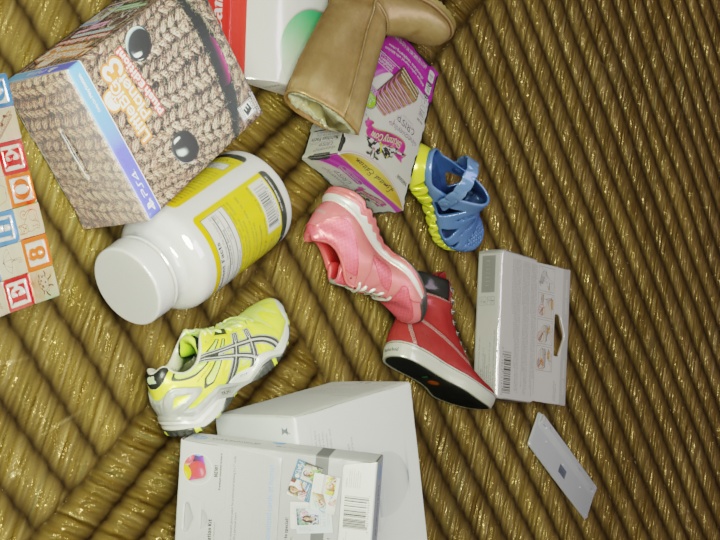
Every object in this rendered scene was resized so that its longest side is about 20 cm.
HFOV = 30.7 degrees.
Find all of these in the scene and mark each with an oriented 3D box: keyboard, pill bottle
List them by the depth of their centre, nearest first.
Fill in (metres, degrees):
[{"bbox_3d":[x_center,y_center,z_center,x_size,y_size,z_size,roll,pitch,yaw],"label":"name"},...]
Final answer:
[{"bbox_3d":[-0.166,-0.031,1.295,0.200,0.111,0.112,-40,117,-45],"label":"pill bottle"},{"bbox_3d":[0.297,0.289,1.928,0.200,0.011,0.056,52,55,-35],"label":"keyboard"}]

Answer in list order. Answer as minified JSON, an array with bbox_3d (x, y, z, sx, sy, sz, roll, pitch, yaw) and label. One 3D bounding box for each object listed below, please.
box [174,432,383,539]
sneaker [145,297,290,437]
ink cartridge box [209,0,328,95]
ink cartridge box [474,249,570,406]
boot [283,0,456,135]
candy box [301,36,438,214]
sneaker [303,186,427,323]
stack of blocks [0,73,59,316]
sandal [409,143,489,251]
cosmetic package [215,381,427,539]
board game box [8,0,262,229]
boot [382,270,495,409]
[{"bbox_3d":[-0.082,0.250,1.293,0.041,0.198,0.157,-20,114,-80],"label":"box"},{"bbox_3d":[-0.141,0.083,1.345,0.200,0.075,0.077,-49,124,-43],"label":"sneaker"},{"bbox_3d":[-0.107,-0.284,1.443,0.199,0.050,0.162,10,79,-53],"label":"ink cartridge box"},{"bbox_3d":[0.225,0.084,1.826,0.176,0.045,0.202,14,77,-49],"label":"ink cartridge box"},{"bbox_3d":[0.012,-0.238,1.489,0.174,0.066,0.201,26,63,-21],"label":"boot"},{"bbox_3d":[0.015,-0.187,1.575,0.136,0.061,0.201,37,59,-43],"label":"candy box"},{"bbox_3d":[0.000,0.000,1.544,0.087,0.074,0.200,-49,115,-27],"label":"sneaker"},{"bbox_3d":[-0.341,-0.058,1.121,0.115,0.058,0.201,-22,104,-50],"label":"stack of blocks"},{"bbox_3d":[0.125,-0.086,1.669,0.200,0.086,0.080,53,46,-54],"label":"sandal"},{"bbox_3d":[-0.040,0.235,1.419,0.199,0.122,0.201,-9,94,-52],"label":"cosmetic package"},{"bbox_3d":[-0.213,-0.163,1.259,0.200,0.096,0.160,-51,125,-41],"label":"board game box"},{"bbox_3d":[0.116,0.085,1.672,0.200,0.072,0.145,37,58,-39],"label":"boot"}]
